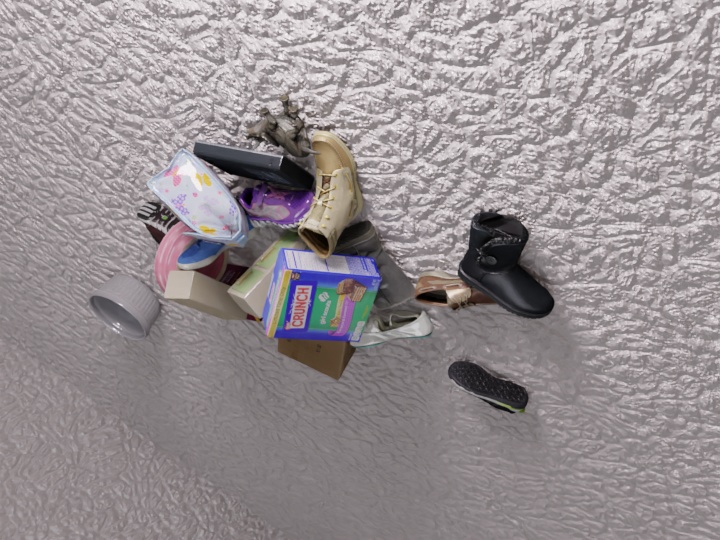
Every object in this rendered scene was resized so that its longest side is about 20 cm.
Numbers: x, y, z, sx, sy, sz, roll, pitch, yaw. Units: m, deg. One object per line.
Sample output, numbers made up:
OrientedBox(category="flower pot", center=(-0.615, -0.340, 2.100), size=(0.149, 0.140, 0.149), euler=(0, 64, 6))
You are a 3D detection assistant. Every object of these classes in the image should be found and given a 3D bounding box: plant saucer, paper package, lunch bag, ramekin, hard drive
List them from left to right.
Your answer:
OrientedBox(category="ramekin", center=(-0.689, 0.104, 2.098), size=(0.199, 0.105, 0.201), euler=(20, 143, 16))
OrientedBox(category="plant saucer", center=(-0.377, -0.023, 1.629), size=(0.051, 0.201, 0.201), euler=(25, 147, 34))
OrientedBox(category="lunch bag", center=(-0.307, -0.123, 1.406), size=(0.200, 0.127, 0.170), euler=(44, 178, -3))
OrientedBox(category="hard drive", center=(-0.207, -0.204, 1.378), size=(0.199, 0.033, 0.139), euler=(13, 176, 23))
OrientedBox(category="paper package", center=(-0.102, 0.146, 1.721), size=(0.190, 0.104, 0.201), euler=(24, 145, 11))

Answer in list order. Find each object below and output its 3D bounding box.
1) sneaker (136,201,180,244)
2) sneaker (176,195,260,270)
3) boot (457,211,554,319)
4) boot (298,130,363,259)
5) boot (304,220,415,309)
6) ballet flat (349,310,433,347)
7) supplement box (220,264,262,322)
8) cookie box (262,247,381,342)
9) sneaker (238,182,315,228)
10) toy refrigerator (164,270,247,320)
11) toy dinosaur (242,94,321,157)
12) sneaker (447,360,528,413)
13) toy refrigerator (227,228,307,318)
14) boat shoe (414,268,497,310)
OrientedBox(category="sneaker", center=(-0.447, -0.088, 1.729), size=(0.199, 0.076, 0.116), euler=(28, 151, 23))
OrientedBox(category="sneaker", center=(-0.322, -0.089, 1.537), size=(0.077, 0.199, 0.112), euler=(43, 157, 50))
OrientedBox(category="boot", center=(0.276, -0.009, 1.280), size=(0.199, 0.077, 0.169), euler=(29, 149, 13))
OrientedBox(category="boot", center=(-0.067, -0.138, 1.307), size=(0.072, 0.156, 0.201), euler=(10, 139, 27))
OrientedBox(category="boot", center=(-0.001, 0.002, 1.487), size=(0.181, 0.073, 0.200), euler=(-14, 133, 24))
OrientedBox(category="ballet flat", center=(0.064, 0.124, 1.589), size=(0.198, 0.070, 0.070), euler=(-11, 131, 19))
OrientedBox(category="supplement box", center=(-0.328, 0.050, 1.785), size=(0.199, 0.086, 0.111), euler=(8, 139, 29))
OrientedBox(category="cookie box", center=(-0.079, 0.053, 1.409), size=(0.198, 0.075, 0.172), euler=(5, 125, -20))
OrientedBox(category="sneaker", center=(-0.174, -0.139, 1.440), size=(0.199, 0.081, 0.089), euler=(-1, 140, 40))
OrientedBox(category="toy refrigerator", center=(-0.341, 0.055, 1.601), size=(0.075, 0.071, 0.200), euler=(0, 164, 31))
OrientedBox(category="toy dinosaur", center=(-0.127, -0.248, 1.283), size=(0.199, 0.077, 0.103), euler=(27, 151, 27))
OrientedBox(category="sneaker", center=(0.287, 0.281, 1.627), size=(0.199, 0.072, 0.083), euler=(26, 146, 8))
OrientedBox(category="toy refrigerator", center=(-0.181, -0.001, 1.496), size=(0.076, 0.200, 0.070), euler=(17, 149, 51))
OrientedBox(category="boat shoe", center=(0.198, 0.049, 1.411), size=(0.199, 0.072, 0.076), euler=(3, 137, 33))
